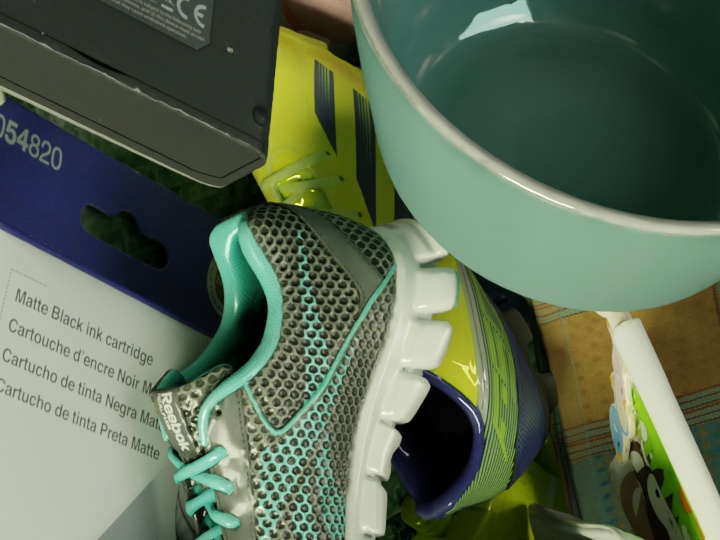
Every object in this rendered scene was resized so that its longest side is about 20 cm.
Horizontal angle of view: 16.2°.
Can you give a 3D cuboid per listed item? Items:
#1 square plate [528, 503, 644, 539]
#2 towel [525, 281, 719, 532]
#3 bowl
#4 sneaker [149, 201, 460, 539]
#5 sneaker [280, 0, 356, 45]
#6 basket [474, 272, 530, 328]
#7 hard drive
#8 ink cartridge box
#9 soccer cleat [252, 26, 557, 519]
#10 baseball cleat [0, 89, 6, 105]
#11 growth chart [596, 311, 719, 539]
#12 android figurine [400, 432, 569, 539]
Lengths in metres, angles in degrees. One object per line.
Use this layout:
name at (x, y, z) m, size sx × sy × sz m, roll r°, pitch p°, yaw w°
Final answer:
square plate at (0.113, 0.186, 0.954) m, size 0.198 × 0.028 × 0.201 m, roll 153°, pitch -79°, yaw -83°
towel at (0.143, 0.030, 1.006) m, size 0.022 × 0.146 × 0.201 m, roll -104°, pitch 178°, yaw -46°
bowl at (0.083, -0.066, 0.867) m, size 0.201 × 0.200 × 0.105 m, roll -60°, pitch 173°, yaw -36°
sneaker at (-0.036, 0.068, 0.859) m, size 0.091 × 0.077 × 0.201 m, roll 21°, pitch 74°, yaw -29°
sneaker at (-0.021, -0.162, 0.916) m, size 0.200 × 0.104 × 0.076 m, roll 54°, pitch 50°, yaw -38°
basket at (0.093, -0.059, 1.063) m, size 0.199 × 0.139 × 0.177 m, roll 24°, pitch 64°, yaw -15°
hard drive at (-0.080, -0.142, 0.797) m, size 0.139 × 0.033 × 0.201 m, roll 25°, pitch 57°, yaw -34°
ink cartridge box at (-0.083, 0.058, 0.873) m, size 0.199 × 0.040 × 0.201 m, roll 29°, pitch 65°, yaw -51°
soccer cleat at (0.001, 0.000, 0.938) m, size 0.084 × 0.065 × 0.201 m, roll -39°, pitch 100°, yaw -42°
baseball cleat at (-0.112, -0.117, 0.815) m, size 0.200 × 0.069 × 0.107 m, roll -47°, pitch 120°, yaw -49°
growth chart at (0.118, 0.105, 0.930) m, size 0.201 × 0.018 × 0.145 m, roll 78°, pitch -10°, yaw -51°
android figurine at (0.067, 0.153, 1.086) m, size 0.200 × 0.041 × 0.183 m, roll 34°, pitch 63°, yaw -52°
